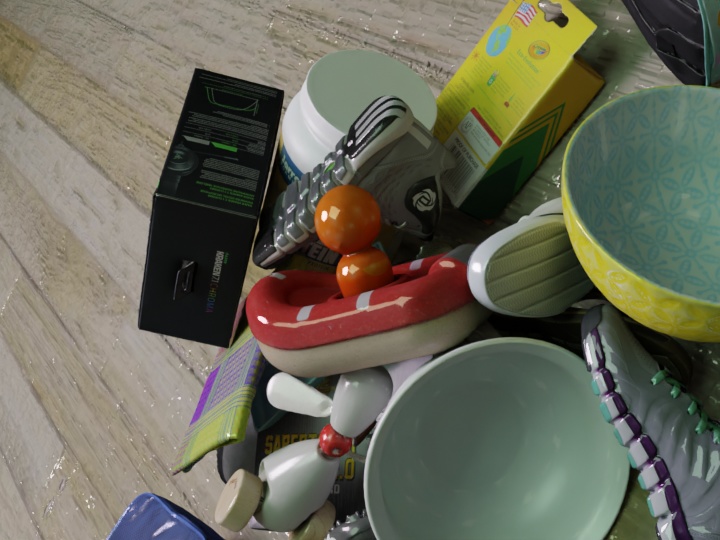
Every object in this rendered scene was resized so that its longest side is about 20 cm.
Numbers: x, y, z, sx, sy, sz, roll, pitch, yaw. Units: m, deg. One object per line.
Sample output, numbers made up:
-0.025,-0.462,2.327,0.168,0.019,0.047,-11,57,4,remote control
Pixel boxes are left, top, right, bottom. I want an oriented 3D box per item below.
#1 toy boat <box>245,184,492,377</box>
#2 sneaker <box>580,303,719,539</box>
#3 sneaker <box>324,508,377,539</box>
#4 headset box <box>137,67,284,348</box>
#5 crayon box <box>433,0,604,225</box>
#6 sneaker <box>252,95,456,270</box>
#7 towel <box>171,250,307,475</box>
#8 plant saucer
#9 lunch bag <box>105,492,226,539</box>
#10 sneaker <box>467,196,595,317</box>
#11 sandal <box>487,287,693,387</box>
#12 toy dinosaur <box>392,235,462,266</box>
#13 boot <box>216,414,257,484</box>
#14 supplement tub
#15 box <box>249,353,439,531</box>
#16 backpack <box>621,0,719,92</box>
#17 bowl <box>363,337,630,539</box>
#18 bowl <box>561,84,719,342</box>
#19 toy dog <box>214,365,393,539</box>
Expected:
0.000,0.000,0.827,0.197,0.130,0.133,-14,98,28,toy boat
0.220,0.106,0.719,0.087,0.074,0.203,-28,78,26,sneaker
0.014,0.255,0.866,0.091,0.066,0.201,59,160,29,sneaker
-0.141,-0.053,1.014,0.175,0.091,0.202,109,171,-45,headset box
0.139,-0.159,1.000,0.201,0.050,0.128,-52,38,20,crayon box
0.003,-0.043,0.906,0.200,0.115,0.076,-41,28,32,sneaker
-0.107,0.084,0.990,0.143,0.023,0.202,-39,27,51,towel
-0.034,0.063,0.964,0.200,0.019,0.071,-43,46,26,plant saucer
-0.168,0.325,1.060,0.137,0.132,0.199,-54,34,-11,lunch bag
0.142,-0.014,0.813,0.070,0.198,0.074,13,110,47,sneaker
0.176,0.043,0.843,0.055,0.082,0.199,-50,26,-16,sandal
0.047,0.021,0.974,0.198,0.102,0.078,-21,55,39,toy dinosaur
-0.066,0.154,1.079,0.131,0.069,0.203,31,102,46,boot
-0.013,-0.089,1.019,0.201,0.142,0.146,110,156,-48,supplement tub
-0.007,0.155,0.971,0.198,0.048,0.161,-7,72,36,box
0.259,-0.238,0.790,0.151,0.176,0.203,-15,61,9,backpack
0.092,0.134,0.809,0.203,0.199,0.090,-60,16,7,bowl
0.230,-0.021,0.747,0.109,0.197,0.202,88,171,-50,bowl
-0.037,0.146,0.905,0.199,0.132,0.097,-35,27,16,toy dog
